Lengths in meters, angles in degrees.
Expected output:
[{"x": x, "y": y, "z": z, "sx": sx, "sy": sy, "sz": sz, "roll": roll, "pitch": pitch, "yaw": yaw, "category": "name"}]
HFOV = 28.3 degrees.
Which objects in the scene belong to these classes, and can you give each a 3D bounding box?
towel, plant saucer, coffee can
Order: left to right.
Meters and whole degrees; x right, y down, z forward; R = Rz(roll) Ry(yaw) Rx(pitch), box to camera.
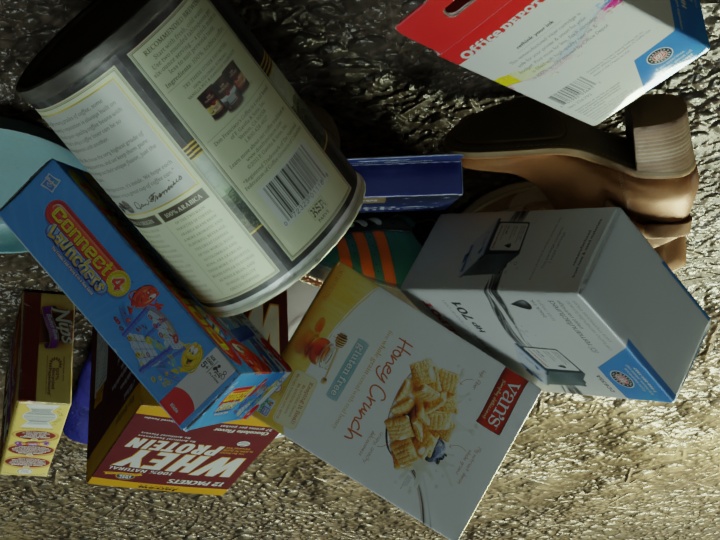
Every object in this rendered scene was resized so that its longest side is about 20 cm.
[{"x": -0.308, "y": -0.073, "z": 1.178, "sx": 0.197, "sy": 0.028, "sz": 0.201, "roll": -3, "pitch": 152, "yaw": -2, "category": "plant saucer"}, {"x": -0.242, "y": 0.136, "z": 1.560, "sx": 0.145, "sy": 0.050, "sz": 0.200, "roll": 10, "pitch": 148, "yaw": -17, "category": "towel"}, {"x": -0.110, "y": -0.091, "z": 0.954, "sx": 0.145, "sy": 0.147, "sz": 0.201, "roll": -22, "pitch": 118, "yaw": 32, "category": "coffee can"}]

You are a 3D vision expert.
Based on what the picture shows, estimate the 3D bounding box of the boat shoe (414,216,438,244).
[{"x": 0.000, "y": 0.000, "z": 1.301, "sx": 0.199, "sy": 0.073, "sz": 0.072, "roll": -29, "pitch": 134, "yaw": 32, "category": "boat shoe"}]

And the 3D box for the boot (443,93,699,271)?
[{"x": 0.171, "y": -0.060, "z": 1.146, "sx": 0.197, "sy": 0.077, "sz": 0.157, "roll": -7, "pitch": 129, "yaw": 5, "category": "boot"}]

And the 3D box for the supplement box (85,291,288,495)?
[{"x": -0.157, "y": 0.070, "z": 1.275, "sx": 0.131, "sy": 0.203, "sz": 0.197, "roll": 8, "pitch": 150, "yaw": -21, "category": "supplement box"}]

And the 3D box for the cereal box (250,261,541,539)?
[{"x": 0.028, "y": 0.106, "z": 1.155, "sx": 0.198, "sy": 0.145, "sz": 0.040, "roll": 31, "pitch": 173, "yaw": -1, "category": "cereal box"}]

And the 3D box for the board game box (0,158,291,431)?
[{"x": -0.149, "y": 0.020, "z": 1.042, "sx": 0.056, "sy": 0.200, "sz": 0.196, "roll": -42, "pitch": 173, "yaw": 3, "category": "board game box"}]

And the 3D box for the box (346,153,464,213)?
[{"x": 0.016, "y": -0.066, "z": 1.134, "sx": 0.119, "sy": 0.033, "sz": 0.200, "roll": -2, "pitch": 177, "yaw": -1, "category": "box"}]

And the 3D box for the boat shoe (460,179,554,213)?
[{"x": 0.156, "y": -0.037, "z": 1.248, "sx": 0.199, "sy": 0.070, "sz": 0.073, "roll": -27, "pitch": 143, "yaw": 37, "category": "boat shoe"}]

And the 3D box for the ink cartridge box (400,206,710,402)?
[{"x": 0.153, "y": 0.027, "z": 1.138, "sx": 0.199, "sy": 0.087, "sz": 0.146, "roll": -2, "pitch": 141, "yaw": 50, "category": "ink cartridge box"}]

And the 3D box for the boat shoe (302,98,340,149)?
[{"x": -0.110, "y": -0.108, "z": 1.089, "sx": 0.198, "sy": 0.073, "sz": 0.065, "roll": 10, "pitch": 145, "yaw": -35, "category": "boat shoe"}]

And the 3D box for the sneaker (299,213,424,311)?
[{"x": 0.001, "y": -0.017, "z": 1.219, "sx": 0.197, "sy": 0.081, "sz": 0.071, "roll": 20, "pitch": 173, "yaw": -12, "category": "sneaker"}]

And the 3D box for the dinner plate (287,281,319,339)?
[{"x": -0.008, "y": 0.077, "z": 1.317, "sx": 0.197, "sy": 0.024, "sz": 0.202, "roll": 11, "pitch": 134, "yaw": 11, "category": "dinner plate"}]

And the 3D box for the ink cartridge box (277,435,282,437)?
[{"x": -0.136, "y": 0.145, "z": 1.508, "sx": 0.198, "sy": 0.044, "sz": 0.198, "roll": -13, "pitch": 157, "yaw": -31, "category": "ink cartridge box"}]

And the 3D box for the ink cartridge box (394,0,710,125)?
[{"x": 0.129, "y": -0.182, "z": 0.977, "sx": 0.198, "sy": 0.068, "sz": 0.116, "roll": 18, "pitch": 145, "yaw": -35, "category": "ink cartridge box"}]

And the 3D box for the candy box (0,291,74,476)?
[{"x": -0.328, "y": 0.119, "z": 1.439, "sx": 0.056, "sy": 0.118, "sz": 0.201, "roll": 5, "pitch": 151, "yaw": -16, "category": "candy box"}]
